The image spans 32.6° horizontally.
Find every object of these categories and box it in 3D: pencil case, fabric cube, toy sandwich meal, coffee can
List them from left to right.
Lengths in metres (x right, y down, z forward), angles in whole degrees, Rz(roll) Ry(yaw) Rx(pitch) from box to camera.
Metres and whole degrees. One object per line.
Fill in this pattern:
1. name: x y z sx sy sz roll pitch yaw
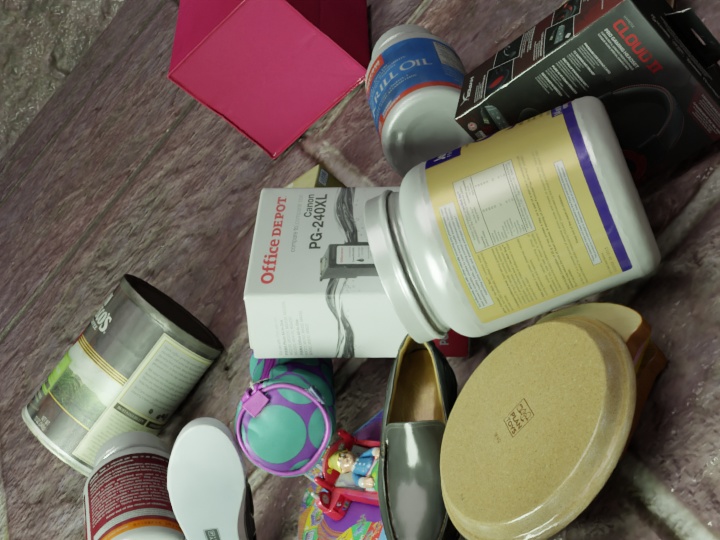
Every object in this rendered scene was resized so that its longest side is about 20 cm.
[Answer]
1. coffee can: -0.276 0.127 1.436 0.200 0.146 0.146 -53 28 1
2. fabric cube: -0.118 -0.315 1.647 0.196 0.200 0.200 -37 34 26
3. pencil case: -0.067 0.113 1.139 0.085 0.093 0.200 -33 11 5
4. toy sandwich meal: 0.141 0.118 0.904 0.205 0.070 0.206 -38 33 31

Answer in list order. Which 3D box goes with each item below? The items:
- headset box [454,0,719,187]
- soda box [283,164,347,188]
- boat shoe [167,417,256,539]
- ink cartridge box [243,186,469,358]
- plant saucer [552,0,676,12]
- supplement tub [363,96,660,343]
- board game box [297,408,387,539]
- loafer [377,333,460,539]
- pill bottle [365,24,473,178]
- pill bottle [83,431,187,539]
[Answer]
1. headset box: 0.201 -0.145 1.013 0.199 0.149 0.075 -32 26 33
2. soda box: -0.062 -0.018 1.364 0.068 0.064 0.201 -29 35 37
3. boat shoe: -0.125 0.208 1.103 0.069 0.201 0.066 -8 27 5
4. ink cartridge box: 0.000 0.000 1.117 0.198 0.084 0.146 0 45 5
5. plant saucer: 0.224 -0.204 1.176 0.200 0.034 0.201 -38 31 27
6. supplement tub: 0.117 -0.034 0.959 0.199 0.146 0.146 -21 37 13
7. board game box: 0.001 0.177 1.069 0.200 0.039 0.158 -43 29 20
8. loafer: 0.043 0.141 0.984 0.072 0.072 0.201 -9 50 9
9. pill bottle: 0.064 -0.186 1.315 0.112 0.112 0.200 -43 29 18
10. pill bottle: -0.223 0.252 1.247 0.113 0.113 0.200 -47 28 11
